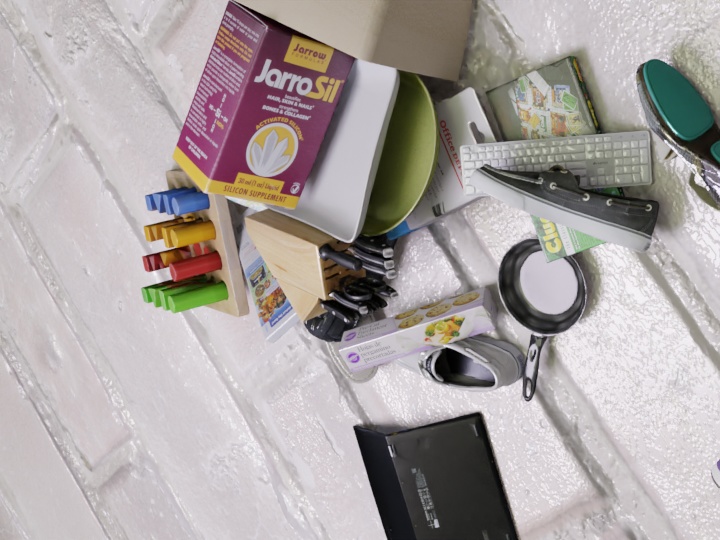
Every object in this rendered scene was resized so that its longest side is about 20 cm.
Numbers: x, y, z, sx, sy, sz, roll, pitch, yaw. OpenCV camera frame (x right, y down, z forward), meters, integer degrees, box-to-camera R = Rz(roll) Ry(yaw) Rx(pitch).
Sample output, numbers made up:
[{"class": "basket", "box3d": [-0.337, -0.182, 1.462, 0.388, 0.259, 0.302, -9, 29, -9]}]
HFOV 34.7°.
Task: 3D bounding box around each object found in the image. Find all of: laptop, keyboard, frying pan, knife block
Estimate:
[{"class": "laptop", "box3d": [0.095, 0.285, 1.523, 0.199, 0.116, 0.188, -16, 95, 14]}, {"class": "keyboard", "box3d": [0.206, -0.112, 1.226, 0.199, 0.011, 0.057, -3, 95, 15]}, {"class": "frying pan", "box3d": [0.218, 0.053, 1.318, 0.115, 0.031, 0.191, -9, 100, 41]}, {"class": "knife block", "box3d": [-0.040, -0.026, 1.327, 0.201, 0.064, 0.176, 58, 147, 15]}]

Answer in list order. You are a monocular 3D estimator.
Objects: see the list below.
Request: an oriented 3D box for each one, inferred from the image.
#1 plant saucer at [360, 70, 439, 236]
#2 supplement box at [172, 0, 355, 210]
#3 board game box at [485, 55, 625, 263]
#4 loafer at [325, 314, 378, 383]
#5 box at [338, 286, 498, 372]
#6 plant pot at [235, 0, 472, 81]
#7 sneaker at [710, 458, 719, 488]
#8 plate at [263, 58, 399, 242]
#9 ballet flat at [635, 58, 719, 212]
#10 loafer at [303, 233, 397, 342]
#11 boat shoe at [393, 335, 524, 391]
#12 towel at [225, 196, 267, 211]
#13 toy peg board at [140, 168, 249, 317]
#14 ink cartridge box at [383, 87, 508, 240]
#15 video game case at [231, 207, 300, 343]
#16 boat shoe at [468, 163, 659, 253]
[{"class": "plant saucer", "box3d": [0.025, -0.138, 1.323, 0.199, 0.031, 0.201, -6, 82, 48]}, {"class": "supplement box", "box3d": [-0.110, -0.186, 1.314, 0.103, 0.130, 0.201, 43, 117, 47]}, {"class": "board game box", "box3d": [0.217, -0.119, 1.249, 0.104, 0.023, 0.201, -19, 91, 25]}, {"class": "loafer", "box3d": [-0.024, 0.049, 1.520, 0.072, 0.063, 0.201, -21, 92, 1]}, {"class": "box", "box3d": [0.069, 0.073, 1.401, 0.199, 0.042, 0.039, -18, 118, 24]}, {"class": "plant pot", "box3d": [0.015, -0.334, 1.263, 0.199, 0.200, 0.178, 30, 109, 30]}, {"class": "sneaker", "box3d": [0.452, 0.229, 1.149, 0.200, 0.076, 0.088, 37, 120, 26]}, {"class": "plate", "box3d": [-0.030, -0.148, 1.333, 0.199, 0.032, 0.201, 24, 102, 52]}, {"class": "ballet flat", "box3d": [0.331, -0.118, 1.139, 0.201, 0.072, 0.072, 52, 131, 17]}, {"class": "loafer", "box3d": [0.000, 0.000, 1.454, 0.068, 0.070, 0.201, 39, 102, 45]}, {"class": "boat shoe", "box3d": [0.102, 0.106, 1.416, 0.199, 0.065, 0.074, 3, 107, 40]}, {"class": "towel", "box3d": [-0.075, -0.161, 1.453, 0.171, 0.048, 0.201, 22, 97, 31]}, {"class": "toy peg board", "box3d": [-0.252, -0.033, 1.611, 0.200, 0.097, 0.200, 10, 113, 62]}, {"class": "ink cartridge box", "box3d": [0.097, -0.127, 1.337, 0.200, 0.068, 0.117, -25, 87, 44]}, {"class": "video game case", "box3d": [-0.097, -0.026, 1.496, 0.143, 0.018, 0.201, -41, 49, 25]}, {"class": "boat shoe", "box3d": [0.213, -0.077, 1.201, 0.199, 0.069, 0.057, 20, 98, 2]}]
